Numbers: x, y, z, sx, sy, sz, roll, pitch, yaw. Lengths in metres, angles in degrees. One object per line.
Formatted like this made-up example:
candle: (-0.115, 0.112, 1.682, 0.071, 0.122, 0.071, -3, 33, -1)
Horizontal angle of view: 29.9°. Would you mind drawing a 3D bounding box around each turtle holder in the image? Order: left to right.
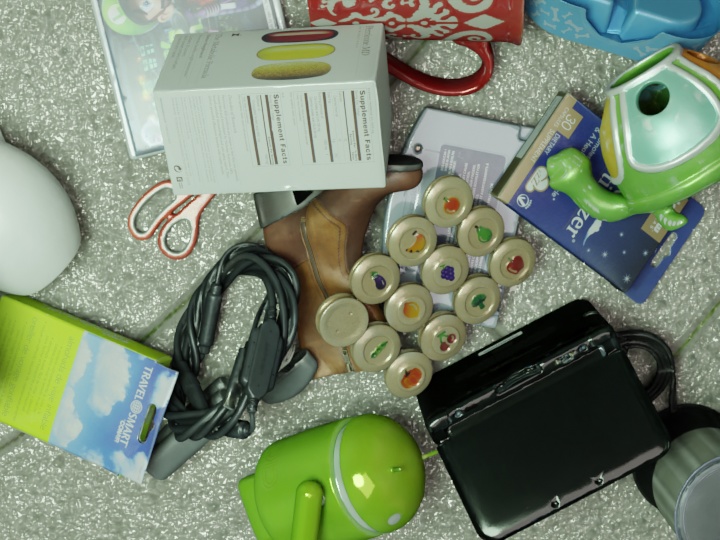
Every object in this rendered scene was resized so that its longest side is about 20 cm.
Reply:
turtle holder: (0.275, -0.124, 1.239, 0.184, 0.141, 0.133, -22, 107, 46)

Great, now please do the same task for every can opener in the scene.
can opener: (-0.127, 0.143, 1.336, 0.200, 0.054, 0.067, -42, 110, 15)

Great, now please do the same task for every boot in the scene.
boot: (0.000, 0.000, 1.299, 0.186, 0.068, 0.203, -15, 98, 19)

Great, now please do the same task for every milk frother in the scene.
milk frother: (0.303, 0.167, 1.286, 0.197, 0.188, 0.183, 15, 97, -3)

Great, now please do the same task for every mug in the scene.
mug: (0.051, -0.254, 1.256, 0.197, 0.133, 0.181, -1, 96, 3)

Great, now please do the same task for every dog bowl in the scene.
dog bowl: (0.243, -0.253, 1.272, 0.197, 0.113, 0.050, 16, 141, -3)

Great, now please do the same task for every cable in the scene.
cable: (-0.126, 0.069, 1.295, 0.050, 0.162, 0.203, 25, 63, -35)

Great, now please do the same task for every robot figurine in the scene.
robot figurine: (-0.023, 0.207, 1.304, 0.198, 0.175, 0.117, -21, 87, 31)

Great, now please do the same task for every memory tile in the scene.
memory tile: (0.064, 0.018, 1.282, 0.200, 0.017, 0.153, -47, 120, 4)

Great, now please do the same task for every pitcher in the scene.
pitcher: (-0.354, -0.089, 1.280, 0.120, 0.173, 0.200, -26, 120, 27)

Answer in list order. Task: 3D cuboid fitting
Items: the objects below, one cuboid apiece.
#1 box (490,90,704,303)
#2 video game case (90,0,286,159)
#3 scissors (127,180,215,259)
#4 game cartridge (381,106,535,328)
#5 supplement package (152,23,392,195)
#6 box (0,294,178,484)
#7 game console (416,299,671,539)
box: (0.239, -0.066, 1.313, 0.199, 0.032, 0.122, 35, 91, -15)
video game case: (-0.161, -0.227, 1.309, 0.179, 0.023, 0.203, -13, 98, 1)
scissors: (-0.147, -0.096, 1.331, 0.073, 0.014, 0.200, 42, 97, -4)
game cartridge: (0.090, -0.054, 1.330, 0.131, 0.041, 0.203, 11, 97, -6)
supplement package: (-0.074, -0.147, 1.225, 0.197, 0.114, 0.111, -2, 127, 6)
box: (-0.276, 0.114, 1.320, 0.198, 0.048, 0.124, 21, 98, 12)
game console: (0.169, 0.138, 1.292, 0.198, 0.176, 0.117, -27, 104, 3)
